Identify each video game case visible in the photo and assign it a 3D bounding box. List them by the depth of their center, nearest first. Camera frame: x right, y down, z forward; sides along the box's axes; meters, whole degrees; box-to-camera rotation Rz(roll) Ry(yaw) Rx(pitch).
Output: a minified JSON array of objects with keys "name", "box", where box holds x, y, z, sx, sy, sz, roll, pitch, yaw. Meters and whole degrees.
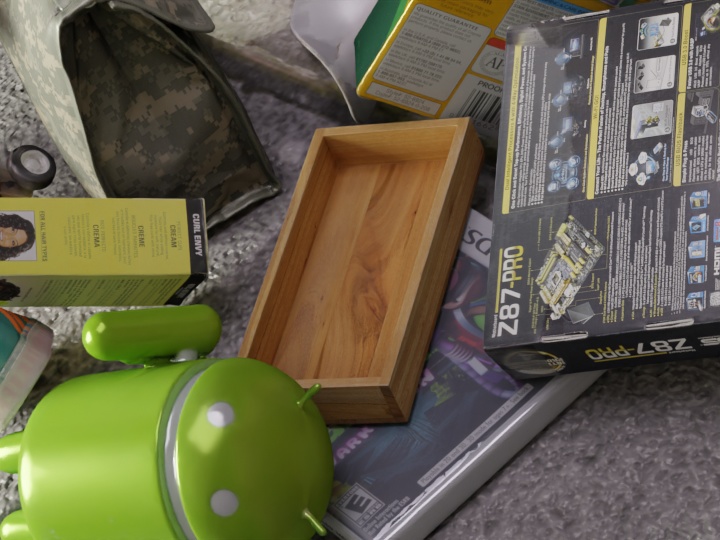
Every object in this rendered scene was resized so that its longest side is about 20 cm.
[{"name":"video game case","box":[0.029,0.055,1.612,0.200,0.023,0.182,-42,43,-14]}]

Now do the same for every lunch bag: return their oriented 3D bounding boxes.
[{"name":"lunch bag","box":[-0.151,-0.133,1.759,0.117,0.200,0.164,-33,41,-5]}]

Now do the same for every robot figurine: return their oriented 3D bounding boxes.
[{"name":"robot figurine","box":[-0.100,0.108,1.547,0.199,0.116,0.176,-8,84,34]}]

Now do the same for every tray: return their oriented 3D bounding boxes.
[{"name":"tray","box":[0.000,0.000,1.639,0.098,0.037,0.200,-3,48,24]}]

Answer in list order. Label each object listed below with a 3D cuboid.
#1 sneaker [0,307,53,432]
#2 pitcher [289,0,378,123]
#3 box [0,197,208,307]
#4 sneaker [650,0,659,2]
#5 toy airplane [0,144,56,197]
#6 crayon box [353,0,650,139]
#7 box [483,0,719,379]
[{"name":"sneaker","box":[-0.224,0.042,1.650,0.071,0.080,0.200,-56,9,-5]},{"name":"pitcher","box":[0.048,-0.189,1.785,0.200,0.121,0.172,-36,21,0]},{"name":"box","box":[-0.192,-0.010,1.676,0.199,0.075,0.050,-1,75,-17]},{"name":"sneaker","box":[0.233,-0.109,1.632,0.088,0.081,0.200,-40,50,-18]},{"name":"toy airplane","box":[-0.296,-0.095,1.798,0.141,0.201,0.199,-14,15,-39]},{"name":"crayon box","box":[0.094,-0.165,1.639,0.052,0.125,0.200,-92,26,-44]},{"name":"box","box":[0.151,-0.048,1.553,0.161,0.049,0.201,-8,62,25]}]
